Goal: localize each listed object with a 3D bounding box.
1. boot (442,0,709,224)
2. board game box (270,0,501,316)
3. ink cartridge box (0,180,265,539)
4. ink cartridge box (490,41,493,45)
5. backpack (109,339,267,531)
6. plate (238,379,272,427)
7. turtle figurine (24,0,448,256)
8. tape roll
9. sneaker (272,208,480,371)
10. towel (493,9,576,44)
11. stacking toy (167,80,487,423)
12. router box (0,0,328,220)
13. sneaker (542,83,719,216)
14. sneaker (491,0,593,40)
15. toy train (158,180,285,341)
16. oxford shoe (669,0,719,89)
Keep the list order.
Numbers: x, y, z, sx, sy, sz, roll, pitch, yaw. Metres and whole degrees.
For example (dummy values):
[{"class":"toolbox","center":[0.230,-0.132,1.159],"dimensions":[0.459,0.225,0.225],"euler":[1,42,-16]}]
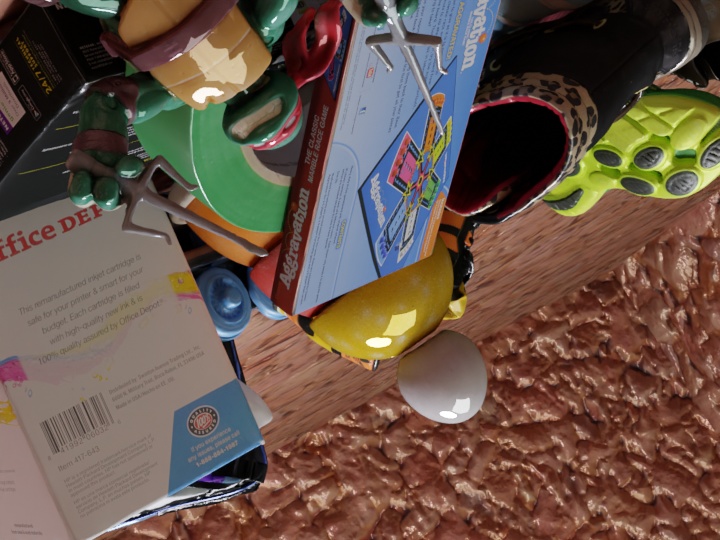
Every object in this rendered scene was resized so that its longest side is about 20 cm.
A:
[{"class":"boot","center":[0.082,-0.079,0.957],"dimensions":[0.200,0.073,0.151],"euler":[-24,-167,44]},{"class":"board game box","center":[0.016,-0.076,0.833],"dimensions":[0.103,0.019,0.200],"euler":[-22,139,-40]},{"class":"ink cartridge box","center":[-0.169,0.035,0.978],"dimensions":[0.128,0.200,0.125],"euler":[-26,-173,-32]},{"class":"ink cartridge box","center":[0.037,-0.091,1.161],"dimensions":[0.200,0.084,0.144],"euler":[-23,147,-49]},{"class":"backpack","center":[-0.184,0.101,1.312],"dimensions":[0.199,0.183,0.135],"euler":[-17,-174,-6]},{"class":"plate","center":[-0.187,0.067,1.143],"dimensions":[0.200,0.199,0.032],"euler":[-22,136,-48]},{"class":"turtle figurine","center":[-0.066,-0.090,0.667],"dimensions":[0.150,0.200,0.101],"euler":[-46,-144,0]},{"class":"tape roll","center":[-0.016,-0.114,0.814],"dimensions":[0.200,0.048,0.201],"euler":[-35,147,-27]},{"class":"sneaker","center":[0.043,-0.010,1.073],"dimensions":[0.200,0.090,0.070],"euler":[-36,155,-30]},{"class":"towel","center":[0.160,-0.177,1.131],"dimensions":[0.200,0.023,0.144],"euler":[-48,156,-9]},{"class":"stacking toy","center":[0.000,0.000,0.966],"dimensions":[0.146,0.200,0.146],"euler":[-33,176,-2]},{"class":"router box","center":[-0.103,-0.097,0.878],"dimensions":[0.200,0.051,0.149],"euler":[-23,170,-43]},{"class":"sneaker","center":[0.166,-0.087,1.072],"dimensions":[0.084,0.074,0.200],"euler":[-49,-165,-18]},{"class":"sneaker","center":[0.109,-0.197,1.023],"dimensions":[0.130,0.080,0.200],"euler":[-17,-165,44]},{"class":"toy train","center":[-0.089,-0.015,1.176],"dimensions":[0.087,0.115,0.200],"euler":[-25,177,42]},{"class":"oxford shoe","center":[0.187,-0.139,1.043],"dimensions":[0.073,0.085,0.200],"euler":[-31,-179,-13]}]
